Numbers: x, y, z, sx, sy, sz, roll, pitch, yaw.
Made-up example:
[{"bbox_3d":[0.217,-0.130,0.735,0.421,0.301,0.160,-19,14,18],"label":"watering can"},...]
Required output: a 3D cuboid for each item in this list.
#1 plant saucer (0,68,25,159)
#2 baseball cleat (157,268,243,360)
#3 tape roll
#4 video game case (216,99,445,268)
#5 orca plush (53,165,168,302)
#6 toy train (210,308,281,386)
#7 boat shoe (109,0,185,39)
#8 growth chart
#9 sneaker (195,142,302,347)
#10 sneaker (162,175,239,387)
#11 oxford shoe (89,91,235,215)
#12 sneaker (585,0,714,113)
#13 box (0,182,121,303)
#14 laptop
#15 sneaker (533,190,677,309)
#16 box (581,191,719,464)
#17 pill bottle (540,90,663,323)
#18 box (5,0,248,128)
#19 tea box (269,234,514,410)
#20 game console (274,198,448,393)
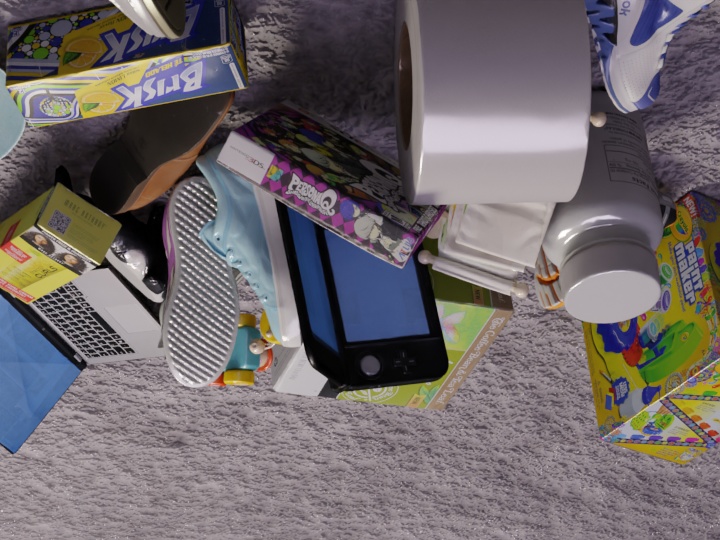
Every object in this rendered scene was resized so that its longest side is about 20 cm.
[{"bbox_3d":[-0.397,-0.155,1.537,0.201,0.039,0.201,-3,146,-2],"label":"plant saucer"},{"bbox_3d":[-0.152,0.026,1.772,0.070,0.107,0.200,14,140,-18],"label":"baseball cleat"},{"bbox_3d":[0.105,-0.156,1.457,0.139,0.203,0.203,-2,146,-6],"label":"tape roll"},{"bbox_3d":[-0.017,-0.080,1.513,0.181,0.200,0.036,30,107,4],"label":"video game case"},{"bbox_3d":[-0.231,-0.045,1.722,0.105,0.071,0.200,25,162,50],"label":"orca plush"},{"bbox_3d":[-0.097,0.023,1.695,0.056,0.150,0.200,12,126,-47],"label":"toy train"},{"bbox_3d":[-0.206,-0.260,1.387,0.068,0.075,0.200,-11,139,19],"label":"boat shoe"},{"bbox_3d":[0.130,-0.076,1.593,0.018,0.145,0.200,4,111,-52],"label":"growth chart"},{"bbox_3d":[-0.102,-0.022,1.594,0.082,0.200,0.074,-14,176,6],"label":"sneaker"},{"bbox_3d":[-0.158,0.010,1.676,0.073,0.201,0.114,3,180,-14],"label":"sneaker"},{"bbox_3d":[-0.172,-0.125,1.604,0.071,0.071,0.200,-11,158,-49],"label":"oxford shoe"},{"bbox_3d":[0.254,-0.220,1.488,0.115,0.081,0.199,-12,144,14],"label":"sneaker"},{"bbox_3d":[-0.304,-0.023,1.660,0.075,0.050,0.200,35,154,-20],"label":"box"},{"bbox_3d":[-0.319,0.098,1.842,0.200,0.116,0.187,-7,147,20],"label":"laptop"},{"bbox_3d":[0.250,-0.019,1.789,0.077,0.078,0.200,6,146,-32],"label":"sneaker"},{"bbox_3d":[0.341,0.062,1.805,0.122,0.200,0.193,19,139,-29],"label":"box"},{"bbox_3d":[0.221,-0.057,1.614,0.114,0.200,0.114,-3,146,-2],"label":"pill bottle"},{"bbox_3d":[-0.200,-0.183,1.492,0.200,0.070,0.064,-10,148,8],"label":"box"},{"bbox_3d":[0.026,0.030,1.776,0.196,0.134,0.200,7,143,-18],"label":"tea box"},{"bbox_3d":[0.000,0.000,1.586,0.176,0.200,0.116,-5,162,-21],"label":"game console"}]
